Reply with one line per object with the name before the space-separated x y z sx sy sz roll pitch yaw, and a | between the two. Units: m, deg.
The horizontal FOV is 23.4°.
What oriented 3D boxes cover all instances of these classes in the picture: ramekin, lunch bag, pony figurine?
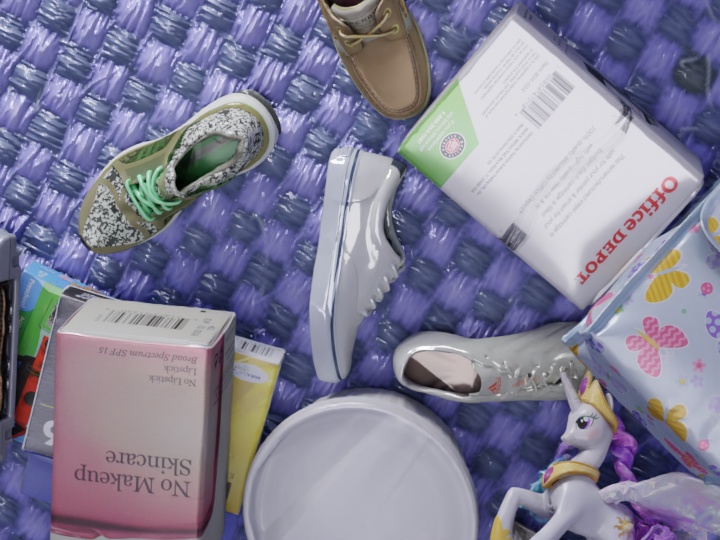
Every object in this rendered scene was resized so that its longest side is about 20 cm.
ramekin | 0.005 0.192 1.482 0.201 0.094 0.204 2 106 7
lunch bag | 0.281 0.036 1.311 0.200 0.127 0.170 -44 88 -8
pony figurine | 0.202 0.201 1.396 0.193 0.166 0.201 36 65 -12

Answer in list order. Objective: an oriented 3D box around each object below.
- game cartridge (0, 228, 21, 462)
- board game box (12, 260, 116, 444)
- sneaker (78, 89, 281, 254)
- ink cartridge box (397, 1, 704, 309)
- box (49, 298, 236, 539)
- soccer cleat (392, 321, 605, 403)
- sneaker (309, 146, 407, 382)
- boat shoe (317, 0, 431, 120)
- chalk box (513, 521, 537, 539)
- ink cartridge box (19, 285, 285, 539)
game cartridge | -0.352 0.055 1.496 0.133 0.041 0.201 12 105 28
board game box | -0.225 0.102 1.519 0.199 0.037 0.152 24 107 0
sneaker | -0.160 -0.077 1.433 0.200 0.089 0.077 -35 98 15
ink cartridge box | 0.153 -0.092 1.388 0.200 0.084 0.146 40 107 -4
box | -0.175 0.135 1.403 0.127 0.109 0.201 5 104 5
soccer cleat | 0.125 0.082 1.444 0.199 0.078 0.070 -1 105 8
sneaker | 0.000 0.000 1.441 0.070 0.073 0.201 8 106 9
boat shoe | -0.001 -0.210 1.386 0.074 0.066 0.201 -22 101 13
chalk box | 0.139 0.334 1.435 0.124 0.200 0.124 25 126 1
ink cartridge box | -0.183 0.135 1.481 0.197 0.047 0.201 16 104 1
